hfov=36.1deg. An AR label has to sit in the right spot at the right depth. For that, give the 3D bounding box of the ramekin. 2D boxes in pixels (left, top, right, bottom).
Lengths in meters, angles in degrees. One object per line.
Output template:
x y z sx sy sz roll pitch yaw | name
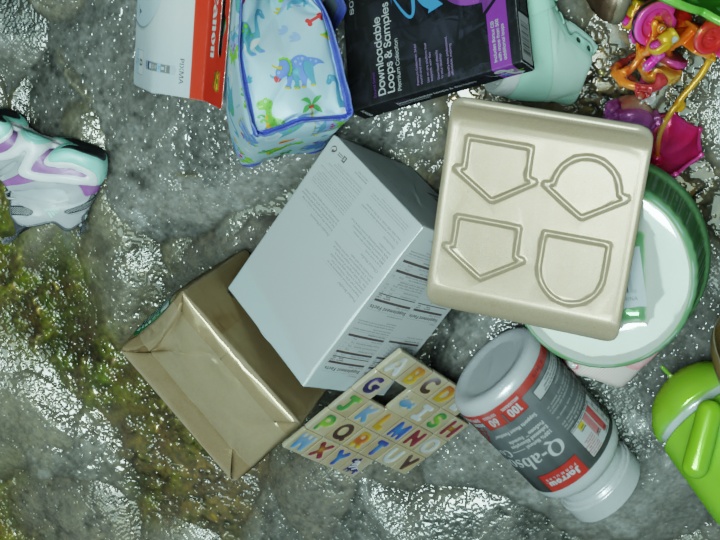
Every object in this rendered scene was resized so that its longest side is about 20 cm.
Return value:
0.236 -0.005 1.067 0.196 0.098 0.204 4 104 17 | ramekin

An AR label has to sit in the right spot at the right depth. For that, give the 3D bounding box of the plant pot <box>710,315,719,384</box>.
0.425 0.126 1.104 0.199 0.200 0.028 37 126 0 | plant pot

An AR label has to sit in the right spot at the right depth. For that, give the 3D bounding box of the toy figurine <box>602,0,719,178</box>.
0.297 -0.177 1.077 0.197 0.151 0.186 8 121 -30 | toy figurine

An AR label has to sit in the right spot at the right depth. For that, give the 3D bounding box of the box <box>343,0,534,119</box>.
0.072 -0.246 1.102 0.197 0.036 0.146 -12 76 33 | box

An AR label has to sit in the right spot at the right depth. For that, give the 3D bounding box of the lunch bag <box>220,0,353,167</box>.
-0.084 -0.223 1.108 0.125 0.170 0.204 -14 87 -13 | lunch bag

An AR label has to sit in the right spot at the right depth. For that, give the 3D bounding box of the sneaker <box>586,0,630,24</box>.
0.197 -0.305 1.039 0.074 0.203 0.071 -6 144 -5 | sneaker

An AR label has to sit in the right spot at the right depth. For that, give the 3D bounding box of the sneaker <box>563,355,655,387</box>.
0.226 0.049 1.177 0.199 0.075 0.105 35 101 -4 | sneaker

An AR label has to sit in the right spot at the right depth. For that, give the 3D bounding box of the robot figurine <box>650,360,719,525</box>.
0.379 0.179 1.129 0.115 0.175 0.201 -41 60 15 | robot figurine

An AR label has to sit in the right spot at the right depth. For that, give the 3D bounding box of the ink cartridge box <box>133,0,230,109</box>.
-0.184 -0.258 1.125 0.046 0.200 0.163 0 105 -25 | ink cartridge box

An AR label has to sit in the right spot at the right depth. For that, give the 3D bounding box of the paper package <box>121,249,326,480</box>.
-0.130 0.092 1.184 0.103 0.200 0.191 -41 92 20 | paper package

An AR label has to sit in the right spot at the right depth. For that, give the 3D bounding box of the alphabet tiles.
0.033 0.168 1.200 0.167 0.199 0.008 -40 50 14 | alphabet tiles

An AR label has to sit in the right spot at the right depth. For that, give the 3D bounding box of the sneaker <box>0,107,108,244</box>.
-0.396 -0.100 1.252 0.197 0.078 0.142 23 105 5 | sneaker

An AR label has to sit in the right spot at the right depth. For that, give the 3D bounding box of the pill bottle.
0.202 0.168 1.177 0.116 0.116 0.200 -41 106 16 | pill bottle

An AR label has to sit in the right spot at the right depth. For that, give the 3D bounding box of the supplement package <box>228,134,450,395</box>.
0.000 0.000 1.141 0.201 0.150 0.152 -53 57 16 | supplement package

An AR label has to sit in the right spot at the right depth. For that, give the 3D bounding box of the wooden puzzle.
0.161 -0.049 1.008 0.182 0.046 0.204 11 110 16 | wooden puzzle

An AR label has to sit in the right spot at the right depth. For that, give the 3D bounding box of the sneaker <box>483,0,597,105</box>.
0.187 -0.267 1.128 0.116 0.073 0.205 9 84 -29 | sneaker
